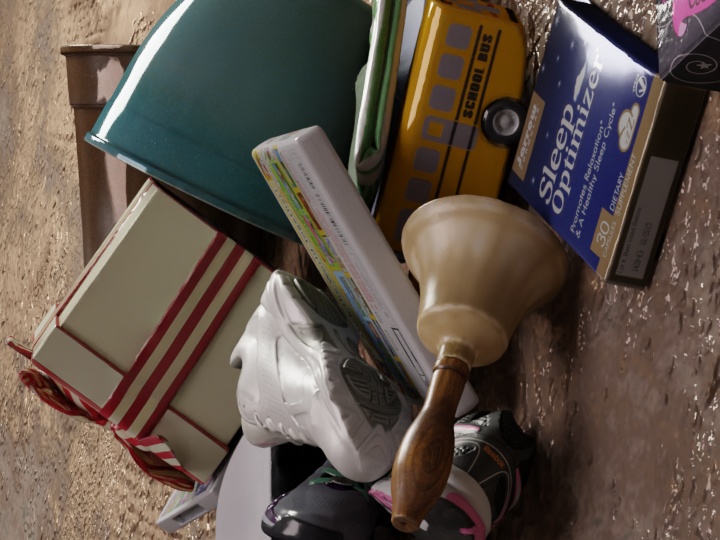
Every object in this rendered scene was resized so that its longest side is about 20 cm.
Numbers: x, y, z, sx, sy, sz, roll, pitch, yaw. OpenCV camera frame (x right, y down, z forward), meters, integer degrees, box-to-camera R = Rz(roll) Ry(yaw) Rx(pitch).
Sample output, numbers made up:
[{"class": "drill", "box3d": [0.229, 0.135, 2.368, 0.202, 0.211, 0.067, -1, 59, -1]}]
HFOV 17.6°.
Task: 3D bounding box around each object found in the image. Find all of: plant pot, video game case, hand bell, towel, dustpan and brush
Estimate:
[{"class": "plant pot", "box3d": [-0.157, -0.087, 1.968, 0.200, 0.198, 0.200, -173, 84, -70]}, {"class": "video game case", "box3d": [0.000, 0.000, 1.514, 0.201, 0.023, 0.182, 59, 171, -6]}, {"class": "hand bell", "box3d": [0.050, 0.064, 1.345, 0.104, 0.103, 0.201, -55, 12, 50]}, {"class": "video game case", "box3d": [-0.100, 0.132, 1.838, 0.144, 0.018, 0.200, -59, 8, -20]}, {"class": "plant pot", "box3d": [-0.084, -0.143, 1.784, 0.189, 0.199, 0.200, -65, 21, 2]}, {"class": "towel", "box3d": [0.005, -0.101, 1.561, 0.200, 0.023, 0.154, 108, 170, -72]}, {"class": "dustpan and brush", "box3d": [-0.074, 0.186, 1.666, 0.200, 0.057, 0.141, 146, 126, -62]}]

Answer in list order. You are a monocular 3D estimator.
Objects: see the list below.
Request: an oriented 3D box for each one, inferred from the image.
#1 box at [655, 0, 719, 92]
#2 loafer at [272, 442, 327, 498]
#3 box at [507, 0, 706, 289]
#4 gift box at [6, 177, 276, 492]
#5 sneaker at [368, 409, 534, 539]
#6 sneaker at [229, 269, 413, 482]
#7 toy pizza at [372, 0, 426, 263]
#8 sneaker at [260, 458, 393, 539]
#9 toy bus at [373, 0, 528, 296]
[{"class": "box", "box3d": [0.222, -0.174, 1.044, 0.200, 0.114, 0.133, 133, 141, -58]}, {"class": "loafer", "box3d": [-0.039, 0.122, 1.710, 0.201, 0.068, 0.071, 118, 145, -51]}, {"class": "box", "box3d": [0.135, -0.083, 1.371, 0.200, 0.032, 0.122, -125, 47, -64]}, {"class": "gift box", "box3d": [-0.154, 0.048, 1.774, 0.187, 0.184, 0.200, -54, 4, 1]}, {"class": "sneaker", "box3d": [0.068, 0.130, 1.428, 0.086, 0.080, 0.200, -46, 3, -11]}, {"class": "sneaker", "box3d": [-0.032, 0.090, 1.527, 0.100, 0.078, 0.200, -53, 31, 15]}, {"class": "toy pizza", "box3d": [0.048, -0.103, 1.617, 0.200, 0.031, 0.202, -171, 90, -69]}, {"class": "sneaker", "box3d": [-0.012, 0.137, 1.536, 0.200, 0.074, 0.088, -6, -66, -81]}, {"class": "toy bus", "box3d": [0.058, -0.070, 1.489, 0.065, 0.078, 0.202, -97, 20, -75]}]
